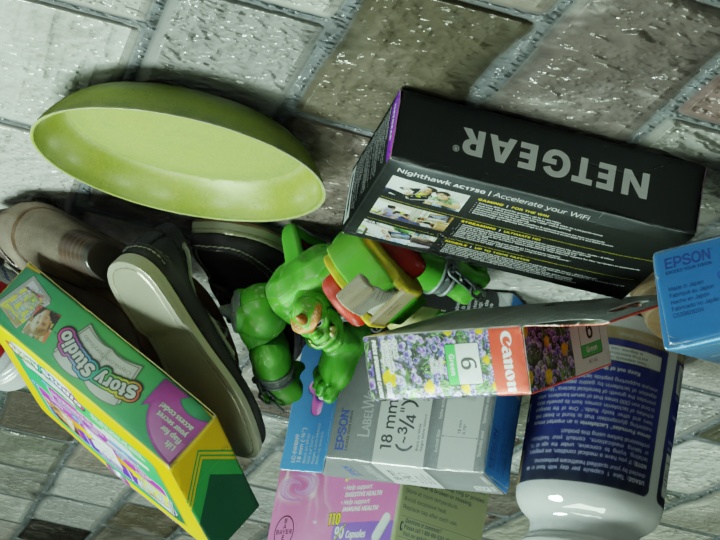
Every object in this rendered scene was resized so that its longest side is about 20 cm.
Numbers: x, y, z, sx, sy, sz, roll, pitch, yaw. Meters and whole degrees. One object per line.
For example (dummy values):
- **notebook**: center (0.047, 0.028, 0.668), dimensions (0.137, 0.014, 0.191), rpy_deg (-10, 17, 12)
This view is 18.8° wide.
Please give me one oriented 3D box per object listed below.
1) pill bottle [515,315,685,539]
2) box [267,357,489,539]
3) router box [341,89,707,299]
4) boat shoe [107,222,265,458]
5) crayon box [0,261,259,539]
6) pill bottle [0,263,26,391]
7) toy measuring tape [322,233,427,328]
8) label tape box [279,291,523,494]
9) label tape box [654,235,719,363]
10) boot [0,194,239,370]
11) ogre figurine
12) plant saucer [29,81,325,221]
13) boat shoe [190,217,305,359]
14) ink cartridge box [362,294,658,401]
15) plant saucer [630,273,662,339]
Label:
- **pill bottle**: center (0.181, 0.140, 1.670), dimensions (0.115, 0.202, 0.116), rpy_deg (10, 163, 3)
- **box**: center (0.022, 0.158, 1.829), dimensions (0.096, 0.202, 0.175), rpy_deg (22, 160, -33)
- **router box**: center (0.100, -0.044, 1.378), dimensions (0.198, 0.051, 0.149), rpy_deg (13, 161, -8)
- **boat shoe**: center (-0.115, 0.053, 1.617), dimensions (0.072, 0.063, 0.201), rpy_deg (-2, 129, 39)
- **crayon box**: center (-0.177, 0.105, 1.632), dimensions (0.200, 0.058, 0.173), rpy_deg (36, 162, 23)
- **pill bottle**: center (-0.349, 0.031, 1.804), dimensions (0.112, 0.113, 0.200), rpy_deg (-1, 160, 35)
- **toy measuring tape**: center (0.000, 0.000, 1.454), dimensions (0.073, 0.074, 0.200), rpy_deg (7, 178, 13)
- **label tape box**: center (0.026, 0.090, 1.701), dimensions (0.198, 0.145, 0.063), rpy_deg (3, 162, 24)
- **label tape box**: center (0.287, 0.017, 1.350), dimensions (0.143, 0.064, 0.200), rpy_deg (-15, 164, 28)
- **boot**: center (-0.197, 0.013, 1.682), dimensions (0.146, 0.070, 0.200), rpy_deg (13, 153, 50)
- **ogre figurine**: center (-0.018, 0.028, 1.604), dimensions (0.199, 0.099, 0.120), rpy_deg (-14, 142, 38)
- **plant saucer**: center (-0.118, -0.081, 1.435), dimensions (0.198, 0.031, 0.200), rpy_deg (9, 163, 3)
- **boat shoe**: center (-0.077, 0.017, 1.667), dimensions (0.071, 0.065, 0.200), rpy_deg (6, 162, 20)
- **ink cartridge box**: center (0.113, 0.053, 1.477), dimensions (0.199, 0.051, 0.109), rpy_deg (-5, -174, 38)
- **plant saucer**: center (0.290, 0.035, 1.561), dimensions (0.198, 0.030, 0.200), rpy_deg (10, 164, 3)
